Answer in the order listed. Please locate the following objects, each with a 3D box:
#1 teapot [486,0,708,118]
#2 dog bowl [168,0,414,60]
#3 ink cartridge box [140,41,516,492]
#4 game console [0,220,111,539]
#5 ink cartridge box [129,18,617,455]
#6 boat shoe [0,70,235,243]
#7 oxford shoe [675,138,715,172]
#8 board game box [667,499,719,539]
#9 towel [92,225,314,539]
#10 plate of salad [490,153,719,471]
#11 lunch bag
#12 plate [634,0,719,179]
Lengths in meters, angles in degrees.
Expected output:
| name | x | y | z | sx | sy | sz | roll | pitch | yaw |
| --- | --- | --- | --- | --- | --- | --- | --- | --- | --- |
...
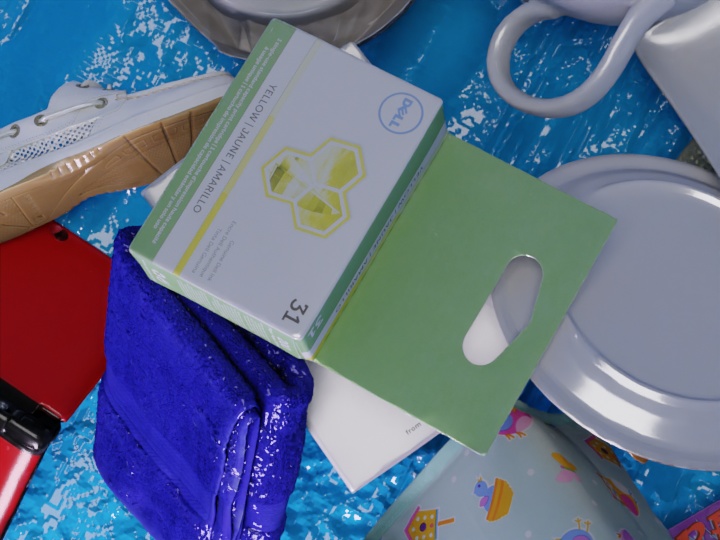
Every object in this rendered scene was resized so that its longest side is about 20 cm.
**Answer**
| name | x | y | z | sx | sy | sz | roll | pitch | yaw |
| --- | --- | --- | --- | --- | --- | --- | --- | --- | --- |
| teapot | 0.120 | -0.216 | 1.022 | 0.146 | 0.200 | 0.198 | -18 | 110 | 37 |
| dog bowl | -0.039 | -0.216 | 1.067 | 0.199 | 0.059 | 0.201 | -1 | 86 | 12 |
| ink cartridge box | 0.000 | 0.000 | 1.017 | 0.145 | 0.147 | 0.200 | -35 | 85 | 2 |
| game console | -0.257 | 0.046 | 1.099 | 0.200 | 0.119 | 0.173 | 33 | 121 | 6 |
| ink cartridge box | 0.007 | -0.019 | 0.897 | 0.200 | 0.048 | 0.146 | 27 | 77 | 16 |
| boat shoe | -0.163 | -0.083 | 1.072 | 0.200 | 0.071 | 0.069 | -22 | 66 | -8 |
| oxford shoe | 0.205 | 0.008 | 1.051 | 0.075 | 0.058 | 0.201 | 1 | 71 | 31 |
| board game box | 0.230 | 0.183 | 1.015 | 0.200 | 0.032 | 0.120 | -30 | 55 | -5 |
| towel | -0.096 | 0.085 | 0.989 | 0.050 | 0.200 | 0.148 | -32 | 62 | -34 |
| plate of salad | 0.161 | 0.022 | 0.945 | 0.199 | 0.048 | 0.200 | 7 | 52 | -9 |
| lunch bag | 0.076 | 0.195 | 0.975 | 0.200 | 0.122 | 0.171 | -45 | 54 | 18 |
| plate | 0.273 | -0.112 | 0.977 | 0.200 | 0.032 | 0.200 | -34 | 48 | 12 |
